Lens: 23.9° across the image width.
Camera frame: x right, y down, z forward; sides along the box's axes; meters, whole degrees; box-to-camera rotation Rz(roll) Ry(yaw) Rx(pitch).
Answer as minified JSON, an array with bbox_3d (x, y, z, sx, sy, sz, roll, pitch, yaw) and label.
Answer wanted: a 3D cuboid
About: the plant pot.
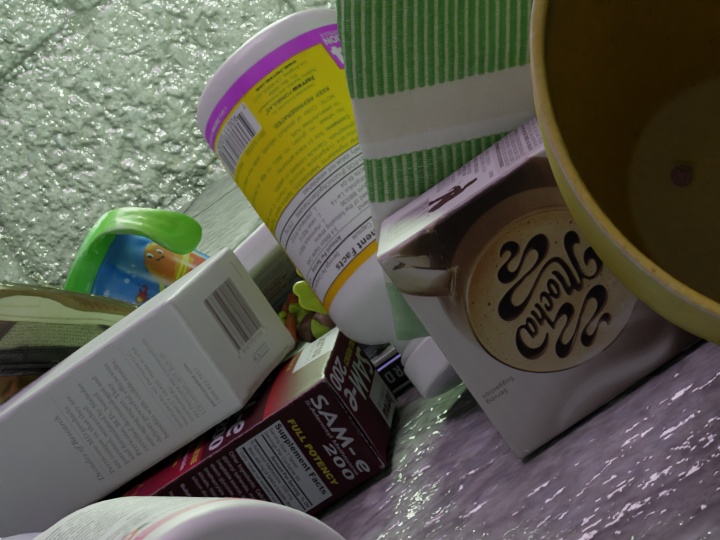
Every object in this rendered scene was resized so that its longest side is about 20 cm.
[{"bbox_3d":[0.156,-0.051,0.621,0.199,0.200,0.142,-38,-14,-10],"label":"plant pot"}]

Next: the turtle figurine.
[{"bbox_3d":[0.000,0.000,1.057,0.200,0.064,0.161,-49,-6,5],"label":"turtle figurine"}]

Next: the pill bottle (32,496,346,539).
[{"bbox_3d":[-0.075,0.143,0.647,0.113,0.114,0.200,-40,11,-23],"label":"pill bottle"}]

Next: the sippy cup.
[{"bbox_3d":[-0.141,0.038,1.255,0.178,0.129,0.141,59,-131,-79],"label":"sippy cup"}]

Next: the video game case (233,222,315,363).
[{"bbox_3d":[-0.071,0.032,1.137,0.200,0.024,0.183,-45,-18,-21],"label":"video game case"}]

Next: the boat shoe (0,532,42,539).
[{"bbox_3d":[-0.154,0.176,0.837,0.199,0.071,0.091,-19,17,26],"label":"boat shoe"}]

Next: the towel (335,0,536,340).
[{"bbox_3d":[0.072,-0.075,0.799,0.151,0.202,0.023,-12,22,0],"label":"towel"}]

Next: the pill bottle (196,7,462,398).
[{"bbox_3d":[0.005,-0.034,0.906,0.104,0.201,0.104,-33,-15,-10],"label":"pill bottle"}]

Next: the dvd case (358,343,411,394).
[{"bbox_3d":[0.039,0.029,1.047,0.199,0.025,0.150,-35,10,9],"label":"dvd case"}]

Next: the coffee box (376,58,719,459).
[{"bbox_3d":[0.119,-0.025,0.759,0.199,0.114,0.080,-34,10,9],"label":"coffee box"}]

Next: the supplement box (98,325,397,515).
[{"bbox_3d":[-0.078,0.118,0.928,0.199,0.061,0.109,-34,9,11],"label":"supplement box"}]

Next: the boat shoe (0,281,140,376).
[{"bbox_3d":[-0.183,0.047,1.071,0.071,0.067,0.200,14,0,37],"label":"boat shoe"}]

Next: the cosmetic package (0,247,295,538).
[{"bbox_3d":[-0.143,0.078,0.955,0.199,0.072,0.101,-33,6,23],"label":"cosmetic package"}]

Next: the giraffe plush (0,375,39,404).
[{"bbox_3d":[-0.243,0.136,1.169,0.198,0.174,0.162,-15,4,17],"label":"giraffe plush"}]
